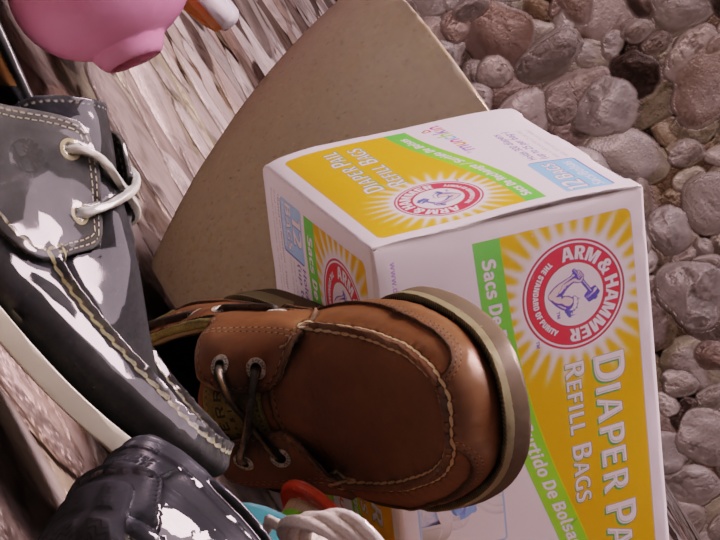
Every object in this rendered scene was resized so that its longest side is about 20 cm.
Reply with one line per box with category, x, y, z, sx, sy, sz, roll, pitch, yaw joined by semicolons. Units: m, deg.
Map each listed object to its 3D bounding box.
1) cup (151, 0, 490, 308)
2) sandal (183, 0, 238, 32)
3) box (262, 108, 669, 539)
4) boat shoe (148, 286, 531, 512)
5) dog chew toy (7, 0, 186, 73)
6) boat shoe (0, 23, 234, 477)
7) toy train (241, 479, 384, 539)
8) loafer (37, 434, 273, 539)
cup;0.000;0.000;1.118;0.200;0.143;0.200;57;-2;3
sandal;-0.123;-0.143;1.249;0.079;0.059;0.207;49;-3;-32
box;0.040;0.057;0.976;0.112;0.101;0.200;-143;-137;-63
boat shoe;-0.020;0.045;0.873;0.200;0.068;0.072;-2;-83;62
dog chew toy;-0.131;-0.178;1.136;0.125;0.124;0.200;1;65;-82
boat shoe;-0.096;-0.021;0.801;0.200;0.068;0.072;53;2;9
toy train;0.026;0.127;0.835;0.200;0.150;0.056;52;53;-24
loafer;-0.014;0.131;0.759;0.201;0.068;0.070;54;34;-16
